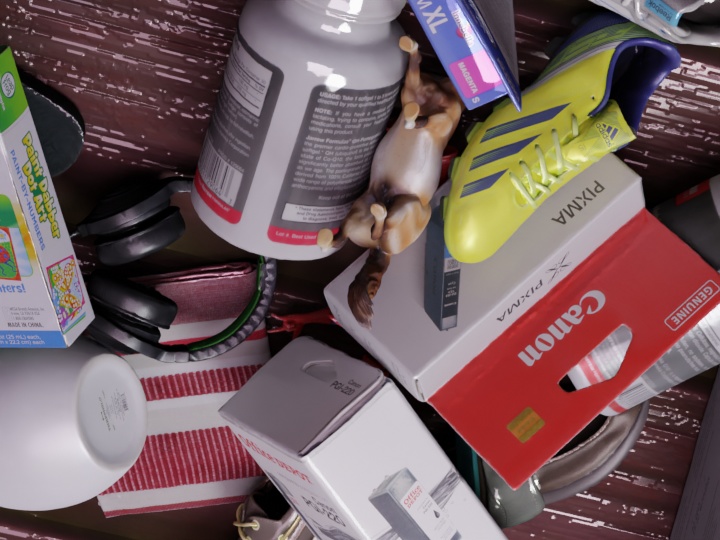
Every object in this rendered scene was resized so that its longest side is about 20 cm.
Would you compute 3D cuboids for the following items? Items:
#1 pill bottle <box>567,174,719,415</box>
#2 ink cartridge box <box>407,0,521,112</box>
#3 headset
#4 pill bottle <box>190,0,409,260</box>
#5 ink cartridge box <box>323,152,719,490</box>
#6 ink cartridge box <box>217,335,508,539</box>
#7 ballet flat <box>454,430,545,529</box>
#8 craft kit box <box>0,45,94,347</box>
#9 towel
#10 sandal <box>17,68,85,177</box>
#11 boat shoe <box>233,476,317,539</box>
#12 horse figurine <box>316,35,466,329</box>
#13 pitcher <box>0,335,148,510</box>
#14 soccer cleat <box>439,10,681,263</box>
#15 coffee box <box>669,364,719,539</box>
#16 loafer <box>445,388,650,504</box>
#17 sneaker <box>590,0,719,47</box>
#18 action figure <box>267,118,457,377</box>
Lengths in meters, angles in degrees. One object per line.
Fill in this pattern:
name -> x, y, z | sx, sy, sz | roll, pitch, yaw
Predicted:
pill bottle -> 0.226, 0.006, 1.634 | 0.200, 0.114, 0.114 | -28, 118, 16
ink cartridge box -> 0.054, -0.179, 1.468 | 0.042, 0.200, 0.119 | -24, 118, 13
headset -> -0.158, -0.005, 1.651 | 0.200, 0.094, 0.124 | 3, 98, -13
pill bottle -> -0.033, -0.115, 1.560 | 0.111, 0.111, 0.200 | 14, 121, -9
ink cartridge box -> 0.108, 0.011, 1.566 | 0.200, 0.176, 0.045 | -42, 154, -10
ink cartridge box -> 0.012, 0.152, 1.640 | 0.085, 0.146, 0.200 | -40, 114, -14
ballet flat -> 0.089, 0.077, 1.685 | 0.064, 0.067, 0.200 | -10, 93, -14
craft kit box -> -0.288, -0.044, 1.576 | 0.200, 0.049, 0.198 | 0, 122, 26
towel -> -0.131, 0.086, 1.738 | 0.144, 0.023, 0.200 | -6, 123, 1
sandal -> -0.270, -0.121, 1.593 | 0.200, 0.048, 0.075 | 27, 118, -15
boat shoe -> -0.054, 0.173, 1.748 | 0.060, 0.072, 0.200 | 32, 103, -27
horse figurine -> 0.027, -0.064, 1.534 | 0.050, 0.133, 0.200 | 21, 92, 15
pitcher -> -0.255, 0.082, 1.671 | 0.200, 0.121, 0.172 | -7, 109, 32
soccer cleat -> 0.126, -0.083, 1.543 | 0.200, 0.084, 0.065 | -51, 140, -17
coffee box -> 0.337, 0.208, 1.708 | 0.198, 0.200, 0.200 | 7, 122, -5
loafer -> 0.115, 0.127, 1.732 | 0.200, 0.073, 0.071 | -35, 116, 19
sneaker -> 0.178, -0.186, 1.532 | 0.200, 0.087, 0.075 | 16, 122, -8
action figure -> 0.000, 0.000, 1.652 | 0.099, 0.065, 0.200 | -7, 124, -22
